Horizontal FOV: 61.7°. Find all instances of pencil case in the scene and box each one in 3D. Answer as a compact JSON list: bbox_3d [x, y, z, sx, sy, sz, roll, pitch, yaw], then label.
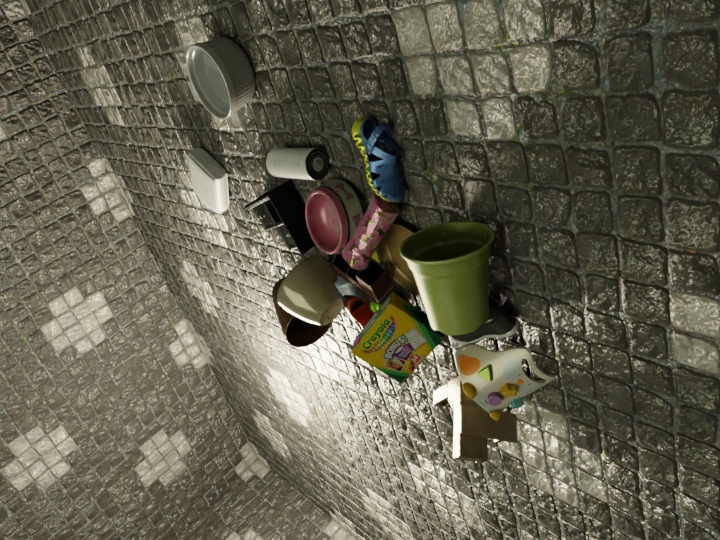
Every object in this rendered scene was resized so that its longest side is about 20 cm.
[{"bbox_3d":[0.024,-0.095,1.465,0.083,0.085,0.202,52,130,29],"label":"pencil case"},{"bbox_3d":[-0.001,0.100,1.762,0.090,0.083,0.203,0,122,57],"label":"pencil case"}]

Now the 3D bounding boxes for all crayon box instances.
[{"bbox_3d":[0.096,0.181,1.584,0.170,0.059,0.201,30,121,-12],"label":"crayon box"}]

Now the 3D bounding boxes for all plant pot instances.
[{"bbox_3d":[-0.213,0.118,2.021,0.200,0.184,0.190,47,153,39],"label":"plant pot"},{"bbox_3d":[0.194,0.022,1.257,0.198,0.198,0.189,13,125,48],"label":"plant pot"},{"bbox_3d":[0.121,-0.032,1.504,0.198,0.027,0.203,36,146,28],"label":"plant pot"}]

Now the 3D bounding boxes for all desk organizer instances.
[{"bbox_3d":[0.000,0.000,1.631,0.199,0.072,0.078,36,162,39],"label":"desk organizer"}]

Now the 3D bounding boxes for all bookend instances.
[{"bbox_3d":[-0.237,-0.147,1.836,0.198,0.091,0.202,-7,115,58],"label":"bookend"}]

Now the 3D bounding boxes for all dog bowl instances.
[{"bbox_3d":[-0.072,-0.134,1.580,0.198,0.073,0.206,27,126,44],"label":"dog bowl"}]

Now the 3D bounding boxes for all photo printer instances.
[{"bbox_3d":[-0.531,-0.307,2.119,0.166,0.069,0.202,42,149,20],"label":"photo printer"}]

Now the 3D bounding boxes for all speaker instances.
[{"bbox_3d":[-0.171,-0.286,1.609,0.197,0.081,0.083,13,132,49],"label":"speaker"}]

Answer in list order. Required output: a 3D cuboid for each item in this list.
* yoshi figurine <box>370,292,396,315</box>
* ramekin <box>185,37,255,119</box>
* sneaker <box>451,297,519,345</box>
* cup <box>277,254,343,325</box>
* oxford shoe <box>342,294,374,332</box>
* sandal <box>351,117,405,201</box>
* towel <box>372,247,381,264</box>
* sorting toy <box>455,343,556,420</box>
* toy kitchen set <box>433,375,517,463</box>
[{"bbox_3d":[0.104,0.135,1.666,0.201,0.111,0.113,53,-166,-27],"label":"yoshi figurine"},{"bbox_3d":[-0.371,-0.524,1.627,0.199,0.104,0.203,35,145,29],"label":"ramekin"},{"bbox_3d":[0.262,0.111,1.385,0.099,0.071,0.198,44,147,-18],"label":"sneaker"},{"bbox_3d":[-0.129,0.078,1.795,0.143,0.199,0.203,42,149,24],"label":"cup"},{"bbox_3d":[0.015,0.140,1.702,0.072,0.071,0.202,30,156,56],"label":"oxford shoe"},{"bbox_3d":[0.051,-0.246,1.337,0.086,0.079,0.203,-3,120,51],"label":"sandal"},{"bbox_3d":[-0.012,-0.091,1.621,0.199,0.018,0.087,35,153,43],"label":"towel"},{"bbox_3d":[0.341,0.243,1.376,0.199,0.108,0.179,40,130,-22],"label":"sorting toy"},{"bbox_3d":[0.297,0.409,1.588,0.159,0.205,0.181,12,153,-14],"label":"toy kitchen set"}]
